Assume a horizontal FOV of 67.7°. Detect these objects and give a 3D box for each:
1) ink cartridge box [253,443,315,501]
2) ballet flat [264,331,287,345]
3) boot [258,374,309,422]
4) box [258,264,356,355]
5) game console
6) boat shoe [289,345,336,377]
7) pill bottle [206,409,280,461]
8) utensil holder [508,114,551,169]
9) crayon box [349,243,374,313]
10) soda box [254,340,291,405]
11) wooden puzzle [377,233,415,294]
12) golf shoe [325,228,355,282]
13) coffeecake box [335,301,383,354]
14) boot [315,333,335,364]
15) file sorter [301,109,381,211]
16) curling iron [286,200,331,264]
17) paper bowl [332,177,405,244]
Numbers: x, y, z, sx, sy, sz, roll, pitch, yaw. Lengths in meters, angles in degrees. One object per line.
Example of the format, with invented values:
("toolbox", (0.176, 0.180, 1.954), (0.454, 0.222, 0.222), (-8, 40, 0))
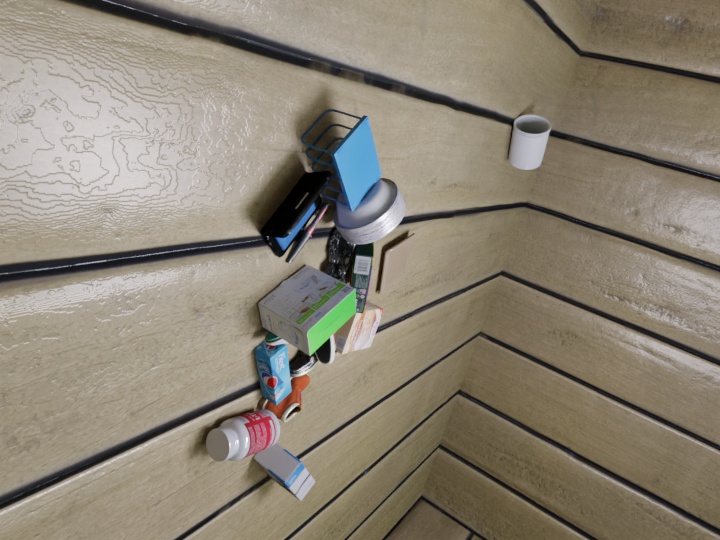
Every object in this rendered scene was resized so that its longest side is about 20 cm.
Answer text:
("ink cartridge box", (-0.243, 0.645, 1.735), (0.084, 0.144, 0.200), (-49, 149, -25))
("ballet flat", (-0.188, 0.157, 1.493), (0.200, 0.069, 0.070), (-50, 151, -44))
("boot", (-0.204, 0.387, 1.637), (0.200, 0.107, 0.075), (-35, 139, -47))
("box", (-0.140, 0.098, 1.433), (0.200, 0.176, 0.097), (-42, 145, -38))
("game console", (-0.139, -0.133, 1.320), (0.116, 0.176, 0.200), (45, 69, -32))
("boat shoe", (-0.155, 0.258, 1.667), (0.200, 0.073, 0.065), (-36, 126, -45))
("pill bottle", (-0.322, 0.454, 1.474), (0.200, 0.112, 0.113), (3, 109, -61))
("utensil holder", (0.789, -0.601, 2.524), (0.170, 0.170, 0.200), (-46, 150, -33))
("crayon box", (0.000, 0.000, 1.641), (0.173, 0.058, 0.201), (-89, -173, -60))
("soda box", (-0.246, 0.286, 1.522), (0.068, 0.064, 0.200), (-40, 143, -40))
("wooden puzzle", (0.127, -0.028, 1.964), (0.185, 0.037, 0.200), (-33, 143, -47))
("golf shoe", (-0.057, -0.051, 1.592), (0.094, 0.078, 0.201), (-46, 154, -76))
("coffeecake box", (-0.016, 0.193, 1.844), (0.200, 0.073, 0.154), (0, 111, -61))
("boot", (-0.086, 0.180, 1.660), (0.144, 0.072, 0.201), (-11, 97, -60))
("file sorter", (-0.048, -0.279, 1.344), (0.139, 0.122, 0.200), (-53, 151, -22))
("curling iron", (-0.135, -0.100, 1.436), (0.200, 0.026, 0.050), (-58, 168, -9))
("paper bowl", (0.015, -0.176, 1.459), (0.201, 0.200, 0.104), (-53, 132, -23))
